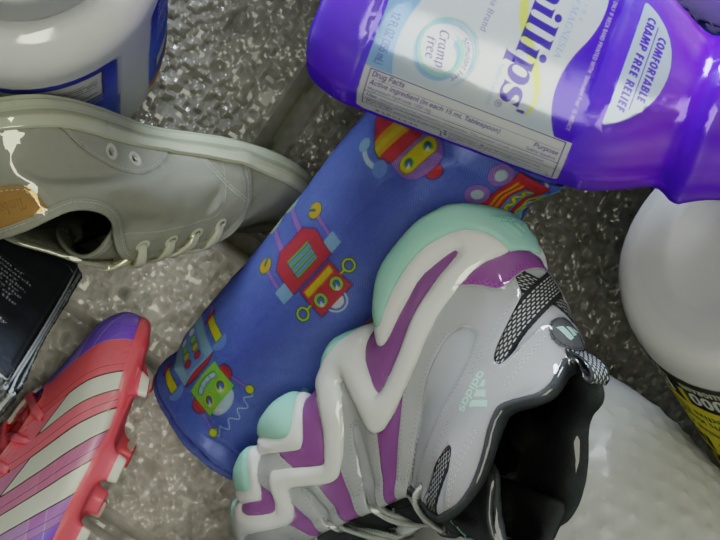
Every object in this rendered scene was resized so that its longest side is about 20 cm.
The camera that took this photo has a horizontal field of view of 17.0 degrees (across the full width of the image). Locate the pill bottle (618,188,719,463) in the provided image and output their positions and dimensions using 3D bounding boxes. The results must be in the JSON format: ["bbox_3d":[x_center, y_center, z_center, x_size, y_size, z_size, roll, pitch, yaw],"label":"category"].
[{"bbox_3d":[0.189,0.041,0.991,0.112,0.112,0.200,-43,138,-4],"label":"pill bottle"}]

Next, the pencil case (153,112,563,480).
[{"bbox_3d":[0.000,0.000,0.995,0.200,0.087,0.078,-49,67,21],"label":"pencil case"}]

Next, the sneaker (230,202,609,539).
[{"bbox_3d":[0.027,0.088,0.928,0.078,0.140,0.200,3,130,-37],"label":"sneaker"}]

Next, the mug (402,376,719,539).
[{"bbox_3d":[0.079,0.150,1.004,0.199,0.148,0.176,-27,73,1],"label":"mug"}]

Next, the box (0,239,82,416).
[{"bbox_3d":[-0.220,0.059,0.922,0.124,0.197,0.200,38,100,-6],"label":"box"}]

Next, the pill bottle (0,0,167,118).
[{"bbox_3d":[-0.130,-0.117,0.936,0.112,0.200,0.113,1,80,-5],"label":"pill bottle"}]

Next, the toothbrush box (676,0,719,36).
[{"bbox_3d":[0.208,-0.080,0.972,0.085,0.146,0.200,-50,128,-7],"label":"toothbrush box"}]

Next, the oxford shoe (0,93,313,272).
[{"bbox_3d":[-0.089,-0.027,0.973,0.075,0.200,0.058,-14,77,33],"label":"oxford shoe"}]

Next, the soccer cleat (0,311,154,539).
[{"bbox_3d":[-0.151,0.104,1.020,0.076,0.067,0.201,24,91,-2],"label":"soccer cleat"}]

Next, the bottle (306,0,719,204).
[{"bbox_3d":[0.082,-0.073,0.899,0.199,0.065,0.084,21,79,3],"label":"bottle"}]
